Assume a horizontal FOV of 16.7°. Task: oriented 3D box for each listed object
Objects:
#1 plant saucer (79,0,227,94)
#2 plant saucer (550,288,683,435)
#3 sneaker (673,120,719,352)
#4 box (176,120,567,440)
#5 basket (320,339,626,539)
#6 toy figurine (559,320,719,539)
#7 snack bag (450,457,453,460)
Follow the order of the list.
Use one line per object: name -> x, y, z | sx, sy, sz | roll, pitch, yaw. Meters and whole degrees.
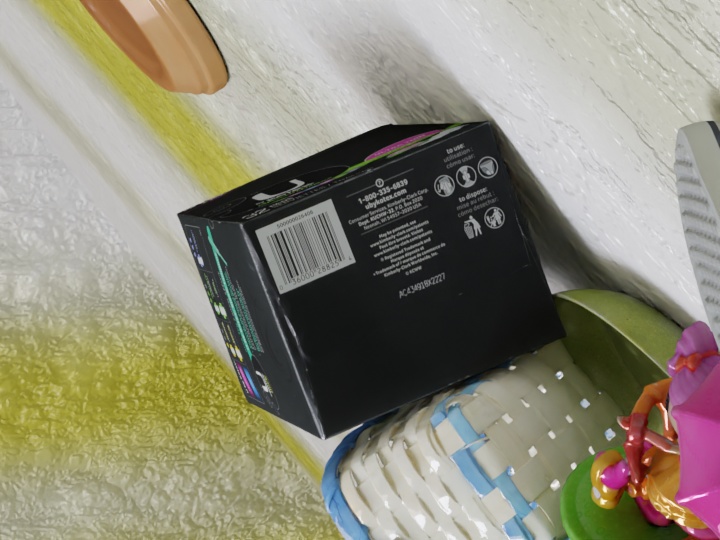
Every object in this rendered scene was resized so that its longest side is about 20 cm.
plant saucer -> -0.173, -0.202, 1.784 | 0.200, 0.037, 0.200 | 49, 171, 10
plant saucer -> 0.174, 0.080, 1.284 | 0.200, 0.031, 0.200 | 49, 171, 11
sneaker -> 0.180, 0.027, 0.925 | 0.079, 0.079, 0.201 | 83, 171, -64
box -> 0.000, 0.000, 1.341 | 0.200, 0.148, 0.125 | -169, 58, -77
basket -> 0.043, 0.138, 1.318 | 0.200, 0.176, 0.140 | -37, 87, 37
toy figurine -> 0.167, 0.096, 1.107 | 0.185, 0.149, 0.201 | 95, 155, -45
snack bag -> 0.093, 0.148, 1.480 | 0.189, 0.021, 0.200 | 47, 168, 24
